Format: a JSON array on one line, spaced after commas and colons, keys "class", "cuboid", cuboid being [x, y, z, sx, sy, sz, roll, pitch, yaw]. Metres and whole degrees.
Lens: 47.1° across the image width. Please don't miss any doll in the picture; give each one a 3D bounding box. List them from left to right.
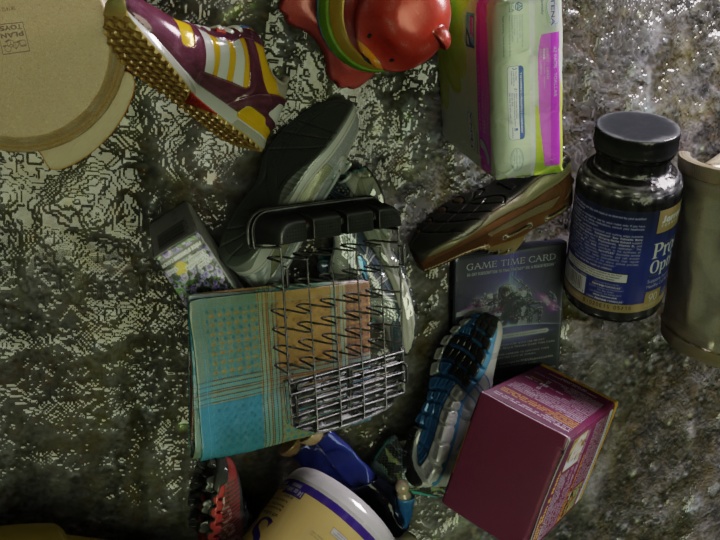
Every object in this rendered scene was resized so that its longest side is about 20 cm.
[{"class": "doll", "cuboid": [-0.003, 0.252, 0.920, 0.136, 0.049, 0.201, -33, 104, 39]}]

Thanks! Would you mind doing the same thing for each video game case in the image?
[{"class": "video game case", "cuboid": [0.168, 0.070, 0.956, 0.139, 0.019, 0.205, -7, 109, -15]}]

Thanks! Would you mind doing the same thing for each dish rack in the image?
[{"class": "dish rack", "cuboid": [-0.022, 0.040, 0.756, 0.151, 0.054, 0.206, -10, 102, -35]}]

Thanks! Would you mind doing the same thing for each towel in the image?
[{"class": "towel", "cuboid": [-0.071, 0.087, 0.768, 0.196, 0.021, 0.151, -5, 99, -37]}]

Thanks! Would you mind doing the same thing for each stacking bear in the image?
[{"class": "stacking bear", "cuboid": [0.016, -0.220, 0.710, 0.113, 0.200, 0.122, -41, 115, 1]}]

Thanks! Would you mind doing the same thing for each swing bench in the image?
[{"class": "swing bench", "cuboid": [0.411, -0.027, 0.906, 0.197, 0.129, 0.204, -13, 112, -35]}]

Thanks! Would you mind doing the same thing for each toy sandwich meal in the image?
[{"class": "toy sandwich meal", "cuboid": [-0.285, -0.194, 0.702, 0.200, 0.070, 0.211, -4, 106, -15]}]

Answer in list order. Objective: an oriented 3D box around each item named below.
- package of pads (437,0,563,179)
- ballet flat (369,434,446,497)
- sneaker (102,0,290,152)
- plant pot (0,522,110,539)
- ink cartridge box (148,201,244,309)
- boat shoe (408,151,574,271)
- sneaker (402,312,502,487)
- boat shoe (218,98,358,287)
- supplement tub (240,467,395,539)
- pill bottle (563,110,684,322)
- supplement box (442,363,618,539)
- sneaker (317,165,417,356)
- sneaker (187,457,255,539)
[{"class": "package of pads", "cuboid": [0.124, -0.176, 0.758, 0.066, 0.201, 0.158, -8, 112, -7]}, {"class": "ballet flat", "cuboid": [0.106, 0.237, 0.967, 0.196, 0.074, 0.076, 19, 102, -24]}, {"class": "sneaker", "cuboid": [-0.138, -0.190, 0.724, 0.200, 0.074, 0.092, 40, 71, -52]}, {"class": "plant pot", "cuboid": [-0.278, 0.356, 0.827, 0.185, 0.200, 0.205, 5, 107, -34]}, {"class": "ink cartridge box", "cuboid": [-0.131, 0.040, 0.802, 0.050, 0.109, 0.202, -30, 115, -4]}, {"class": "boat shoe", "cuboid": [0.148, -0.051, 0.879, 0.197, 0.076, 0.075, -30, 118, -5]}, {"class": "sneaker", "cuboid": [0.118, 0.147, 0.917, 0.085, 0.075, 0.204, 21, 93, -33]}, {"class": "boat shoe", "cuboid": [-0.060, -0.075, 0.792, 0.065, 0.073, 0.205, 49, 63, -47]}, {"class": "supplement tub", "cuboid": [-0.069, 0.320, 0.826, 0.201, 0.144, 0.147, -50, 118, -27]}, {"class": "pill bottle", "cuboid": [0.280, -0.057, 0.879, 0.109, 0.112, 0.204, -10, 122, -13]}, {"class": "supplement box", "cuboid": [0.186, 0.193, 0.884, 0.199, 0.102, 0.134, -4, 116, -60]}, {"class": "sneaker", "cuboid": [0.000, 0.000, 0.857, 0.084, 0.078, 0.204, -19, 103, -3]}, {"class": "sneaker", "cuboid": [-0.138, 0.292, 0.908, 0.096, 0.071, 0.206, -5, 106, -23]}]
